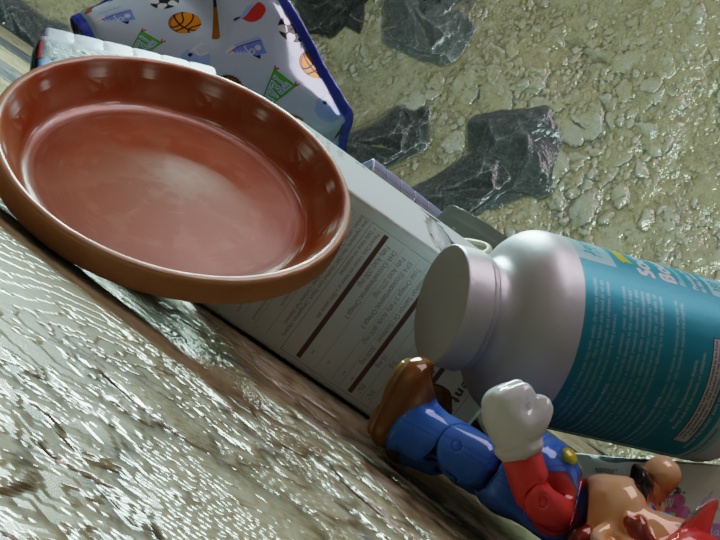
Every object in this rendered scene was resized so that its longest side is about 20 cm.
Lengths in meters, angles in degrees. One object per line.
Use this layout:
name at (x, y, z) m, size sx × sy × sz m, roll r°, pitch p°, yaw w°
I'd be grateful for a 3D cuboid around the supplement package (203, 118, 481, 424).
supplement package at (0.004, 0.010, 0.854) m, size 0.199 × 0.118 × 0.117 m, roll 35°, pitch 12°, yaw -12°

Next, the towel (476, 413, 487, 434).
towel at (0.101, 0.091, 1.007) m, size 0.153 × 0.023 × 0.201 m, roll 45°, pitch 14°, yaw -53°

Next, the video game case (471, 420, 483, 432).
video game case at (0.038, 0.096, 1.035) m, size 0.199 × 0.023 × 0.182 m, roll 36°, pitch 1°, yaw 26°

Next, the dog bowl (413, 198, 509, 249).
dog bowl at (0.112, 0.016, 1.119) m, size 0.199 × 0.059 × 0.200 m, roll 36°, pitch -6°, yaw 5°

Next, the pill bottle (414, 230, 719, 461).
pill bottle at (0.134, 0.042, 0.755) m, size 0.198 × 0.112 × 0.111 m, roll 15°, pitch 9°, yaw -21°

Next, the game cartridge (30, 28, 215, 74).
game cartridge at (-0.149, -0.100, 0.827) m, size 0.129 × 0.039 × 0.200 m, roll 15°, pitch 26°, yaw -20°

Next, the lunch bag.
lunch bag at (-0.124, -0.155, 1.053) m, size 0.201 × 0.169 × 0.124 m, roll 60°, pitch -15°, yaw 11°

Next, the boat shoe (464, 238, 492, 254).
boat shoe at (0.000, 0.000, 0.950) m, size 0.198 × 0.063 × 0.071 m, roll 6°, pitch 38°, yaw 6°

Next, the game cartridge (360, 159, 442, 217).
game cartridge at (-0.024, -0.037, 1.240) m, size 0.199 × 0.039 × 0.129 m, roll -20°, pitch -34°, yaw 35°

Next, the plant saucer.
plant saucer at (-0.103, -0.050, 0.700) m, size 0.198 × 0.032 × 0.201 m, roll 16°, pitch 36°, yaw -12°

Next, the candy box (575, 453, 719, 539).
candy box at (0.246, 0.179, 0.834) m, size 0.166 × 0.072 × 0.200 m, roll 0°, pitch -20°, yaw 33°

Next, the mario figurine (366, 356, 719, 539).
mario figurine at (0.110, 0.105, 0.673) m, size 0.199 × 0.107 × 0.123 m, roll 30°, pitch 24°, yaw 20°
